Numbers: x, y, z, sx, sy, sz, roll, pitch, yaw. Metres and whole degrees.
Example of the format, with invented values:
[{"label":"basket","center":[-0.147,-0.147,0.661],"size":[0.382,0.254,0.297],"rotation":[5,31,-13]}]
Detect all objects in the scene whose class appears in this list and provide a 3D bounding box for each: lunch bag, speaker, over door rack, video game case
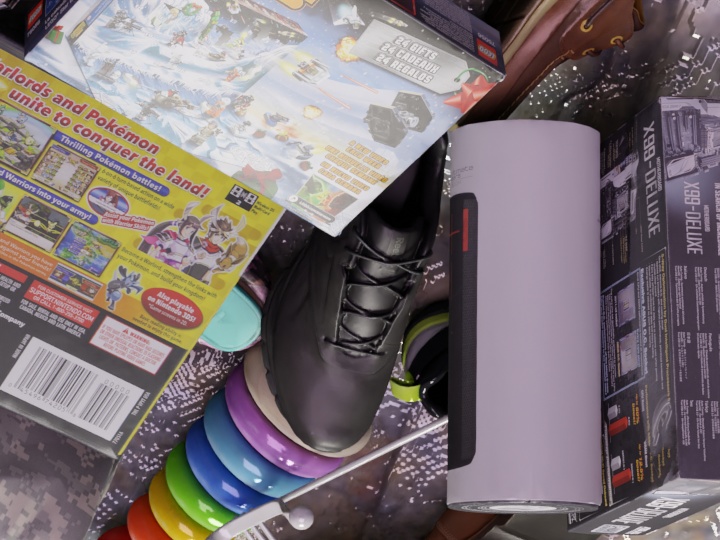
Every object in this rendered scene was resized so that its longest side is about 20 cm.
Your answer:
[{"label":"lunch bag","center":[-0.234,0.094,1.602],"size":[0.200,0.168,0.139],"rotation":[35,111,-16]},{"label":"speaker","center":[0.085,0.024,1.524],"size":[0.081,0.081,0.200],"rotation":[1,82,-2]},{"label":"over door rack","center":[0.031,0.161,1.601],"size":[0.200,0.067,0.148],"rotation":[-31,106,16]},{"label":"video game case","center":[-0.162,-0.015,1.525],"size":[0.200,0.026,0.181],"rotation":[28,106,-26]}]

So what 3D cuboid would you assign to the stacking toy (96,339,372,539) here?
[{"label":"stacking toy","center":[-0.084,0.128,1.676],"size":[0.085,0.085,0.200],"rotation":[35,116,-17]}]

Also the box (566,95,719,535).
[{"label":"box","center":[0.151,0.026,1.528],"size":[0.050,0.158,0.200],"rotation":[3,74,-16]}]

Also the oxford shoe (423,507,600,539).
[{"label":"oxford shoe","center":[0.077,0.150,1.698],"size":[0.071,0.071,0.200],"rotation":[28,129,-27]}]

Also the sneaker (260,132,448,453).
[{"label":"sneaker","center":[0.000,0.000,1.569],"size":[0.076,0.091,0.200],"rotation":[9,93,-19]}]

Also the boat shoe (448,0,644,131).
[{"label":"boat shoe","center":[0.118,-0.141,1.544],"size":[0.068,0.072,0.200],"rotation":[34,109,-14]}]

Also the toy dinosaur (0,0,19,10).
[{"label":"toy dinosaur","center":[-0.149,-0.188,1.475],"size":[0.200,0.102,0.136],"rotation":[19,91,-25]}]

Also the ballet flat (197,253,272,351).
[{"label":"ballet flat","center":[-0.123,-0.032,1.593],"size":[0.069,0.071,0.200],"rotation":[-39,120,20]}]

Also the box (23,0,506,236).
[{"label":"box","center":[-0.047,-0.112,1.463],"size":[0.200,0.040,0.137],"rotation":[30,124,-28]}]

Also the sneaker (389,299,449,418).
[{"label":"sneaker","center":[0.117,0.057,1.636],"size":[0.200,0.083,0.072],"rotation":[-6,116,2]}]
